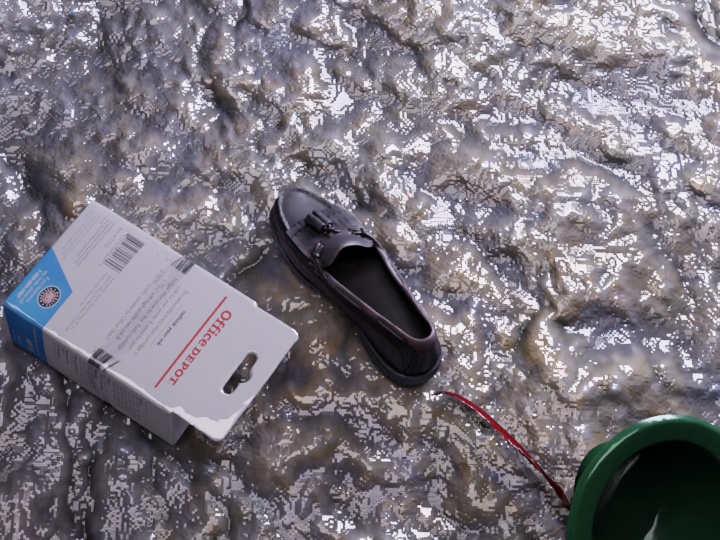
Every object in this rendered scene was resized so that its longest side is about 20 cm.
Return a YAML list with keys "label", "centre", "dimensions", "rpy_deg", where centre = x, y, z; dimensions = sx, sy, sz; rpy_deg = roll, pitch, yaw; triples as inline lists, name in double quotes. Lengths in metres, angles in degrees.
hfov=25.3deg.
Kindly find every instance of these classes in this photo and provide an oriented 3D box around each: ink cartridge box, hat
- label: "ink cartridge box"
  centre: [-0.160, 0.051, 1.239]
  dimensions: [0.199, 0.068, 0.116]
  rpy_deg: [32, 63, 11]
- label: "hat"
  centre: [0.188, 0.171, 1.244]
  dimensions: [0.165, 0.176, 0.201]
  rpy_deg: [-22, 104, -19]

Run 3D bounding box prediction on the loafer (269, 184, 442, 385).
- label: "loafer"
  centre: [0.000, 0.000, 1.288]
  dimensions: [0.072, 0.063, 0.200]
  rpy_deg: [-32, 70, -21]
